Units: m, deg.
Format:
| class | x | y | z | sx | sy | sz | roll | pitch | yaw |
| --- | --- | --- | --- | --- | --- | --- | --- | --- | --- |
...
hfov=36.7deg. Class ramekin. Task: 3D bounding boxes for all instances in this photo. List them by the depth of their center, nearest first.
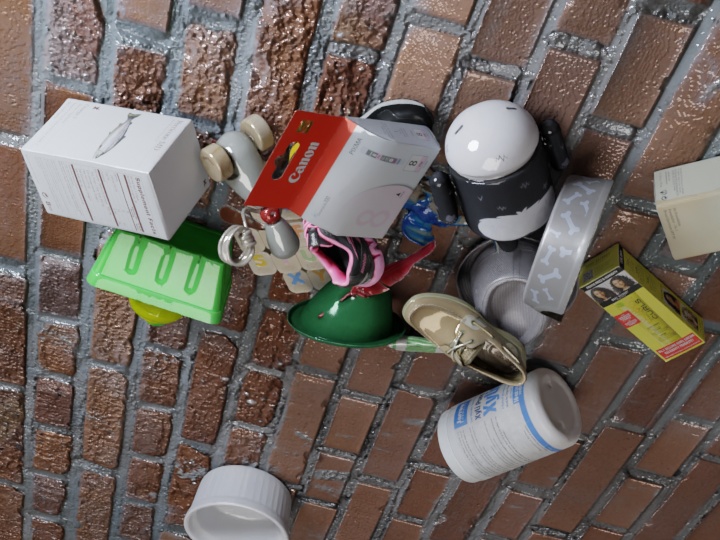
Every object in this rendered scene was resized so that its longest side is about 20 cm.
| class | x | y | z | sx | sy | sz | roll | pitch | yaw |
| --- | --- | --- | --- | --- | --- | --- | --- | --- | --- |
| ramekin | -0.225 | 0.457 | 2.053 | 0.199 | 0.098 | 0.201 | 6 | 136 | 6 |

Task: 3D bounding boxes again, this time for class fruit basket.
| class | x | y | z | sx | sy | sz | roll | pitch | yaw |
| --- | --- | --- | --- | --- | --- | --- | --- | --- | --- |
| fruit basket | -0.295 | 0.021 | 1.604 | 0.214 | 0.156 | 0.216 | 1 | 119 | 2 |

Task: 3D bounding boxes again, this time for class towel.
| class | x | y | z | sx | sy | sz | roll | pitch | yaw |
| --- | --- | --- | --- | --- | --- | --- | --- | --- | --- |
| towel | 0.141 | 0.119 | 1.629 | 0.199 | 0.024 | 0.153 | 7 | 175 | 3 |

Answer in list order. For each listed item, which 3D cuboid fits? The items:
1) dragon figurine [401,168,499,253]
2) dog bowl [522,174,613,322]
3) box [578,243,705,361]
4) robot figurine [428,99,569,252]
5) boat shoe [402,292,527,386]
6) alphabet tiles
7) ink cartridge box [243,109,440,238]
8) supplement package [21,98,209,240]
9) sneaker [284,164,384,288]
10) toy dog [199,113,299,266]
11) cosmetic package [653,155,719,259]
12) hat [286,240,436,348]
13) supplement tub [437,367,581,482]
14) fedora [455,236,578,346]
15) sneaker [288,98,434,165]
| class | x | y | z | sx | sy | sz | roll | pitch | yaw |
| --- | --- | --- | --- | --- | --- | --- | --- | --- | --- |
| dragon figurine | 0.092 | -0.074 | 1.477 | 0.200 | 0.059 | 0.099 | 31 | 133 | -18 |
| dog bowl | 0.265 | -0.032 | 1.395 | 0.058 | 0.200 | 0.201 | 20 | 137 | 11 |
| box | 0.401 | 0.048 | 1.544 | 0.200 | 0.050 | 0.075 | 38 | 129 | -25 |
| robot figurine | 0.177 | -0.120 | 1.370 | 0.124 | 0.150 | 0.200 | 14 | 143 | 35 |
| boat shoe | 0.148 | 0.097 | 1.495 | 0.200 | 0.065 | 0.072 | 30 | 116 | -17 |
| alphabet tiles | -0.080 | -0.038 | 1.581 | 0.199 | 0.015 | 0.196 | -6 | 133 | 18 |
| ink cartridge box | -0.021 | -0.114 | 1.337 | 0.199 | 0.057 | 0.163 | -2 | 139 | -39 |
| supplement package | -0.319 | -0.135 | 1.426 | 0.199 | 0.117 | 0.118 | 12 | 137 | 20 |
| sneaker | -0.047 | -0.061 | 1.448 | 0.079 | 0.095 | 0.200 | -37 | 83 | 34 |
| toy dog | -0.154 | -0.111 | 1.459 | 0.131 | 0.096 | 0.201 | -13 | 109 | -28 |
| cosmetic package | 0.483 | -0.091 | 1.372 | 0.199 | 0.073 | 0.104 | -13 | 131 | 24 |
| hat | 0.000 | 0.000 | 1.550 | 0.199 | 0.166 | 0.177 | 7 | 113 | 2 |
| supplement tub | 0.236 | 0.247 | 1.722 | 0.200 | 0.132 | 0.132 | -29 | 123 | 33 |
| fedora | 0.222 | 0.042 | 1.546 | 0.176 | 0.091 | 0.201 | 7 | 136 | 4 |
| sneaker | -0.001 | -0.155 | 1.391 | 0.199 | 0.090 | 0.070 | -11 | 132 | 22 |
